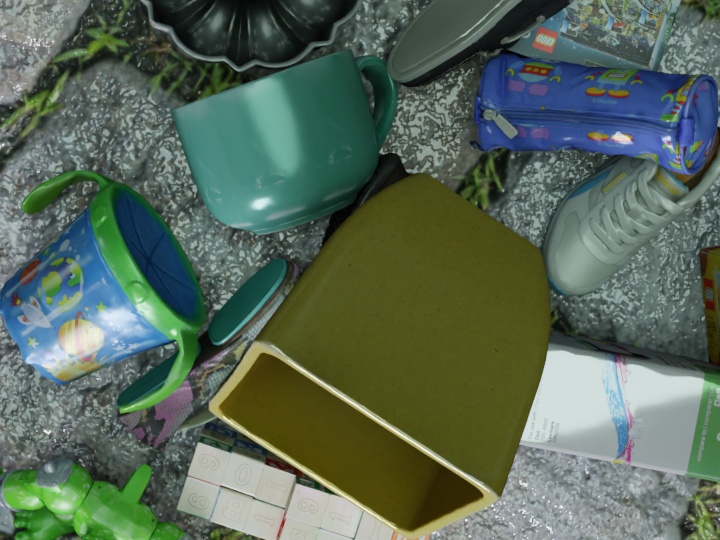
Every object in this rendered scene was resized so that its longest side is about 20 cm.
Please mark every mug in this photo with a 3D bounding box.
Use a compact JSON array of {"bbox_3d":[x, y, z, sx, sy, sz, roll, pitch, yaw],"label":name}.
[{"bbox_3d":[-0.046,-0.102,1.077,0.183,0.152,0.116,-18,98,-2],"label":"mug"}]

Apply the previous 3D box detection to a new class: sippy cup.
[{"bbox_3d":[-0.214,0.020,1.094,0.129,0.179,0.140,-32,133,10],"label":"sippy cup"}]

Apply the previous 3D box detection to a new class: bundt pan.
[{"bbox_3d":[-0.091,-0.250,1.092,0.199,0.076,0.205,1,83,-8],"label":"bundt pan"}]

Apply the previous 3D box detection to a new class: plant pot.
[{"bbox_3d":[0.031,0.051,1.004,0.193,0.196,0.201,33,64,-4],"label":"plant pot"}]

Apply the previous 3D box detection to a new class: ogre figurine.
[{"bbox_3d":[-0.210,0.209,1.104,0.200,0.120,0.098,49,55,3],"label":"ogre figurine"}]

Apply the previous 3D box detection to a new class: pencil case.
[{"bbox_3d":[0.182,-0.125,1.082,0.198,0.087,0.079,10,115,28],"label":"pencil case"}]

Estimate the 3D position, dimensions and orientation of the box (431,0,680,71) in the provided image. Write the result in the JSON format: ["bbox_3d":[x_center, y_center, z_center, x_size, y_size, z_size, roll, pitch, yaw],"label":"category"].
[{"bbox_3d":[0.167,-0.239,1.135,0.197,0.038,0.138,19,93,-4],"label":"box"}]

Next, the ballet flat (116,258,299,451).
[{"bbox_3d":[-0.114,0.075,1.134,0.200,0.069,0.071,-41,113,4],"label":"ballet flat"}]

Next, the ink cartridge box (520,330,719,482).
[{"bbox_3d":[0.200,0.103,1.105,0.197,0.145,0.085,11,93,-3],"label":"ink cartridge box"}]

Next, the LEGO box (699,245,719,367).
[{"bbox_3d":[0.342,0.057,1.082,0.076,0.200,0.151,-7,94,-3],"label":"LEGO box"}]

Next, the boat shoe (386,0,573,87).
[{"bbox_3d":[0.111,-0.207,1.084,0.199,0.074,0.060,-41,132,7],"label":"boat shoe"}]

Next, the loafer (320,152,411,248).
[{"bbox_3d":[0.000,0.000,1.133,0.071,0.073,0.202,22,98,-14],"label":"loafer"}]

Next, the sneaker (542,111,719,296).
[{"bbox_3d":[0.228,-0.060,1.129,0.076,0.081,0.200,42,92,-6],"label":"sneaker"}]

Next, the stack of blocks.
[{"bbox_3d":[-0.047,0.193,1.115,0.197,0.115,0.059,20,93,-3],"label":"stack of blocks"}]
